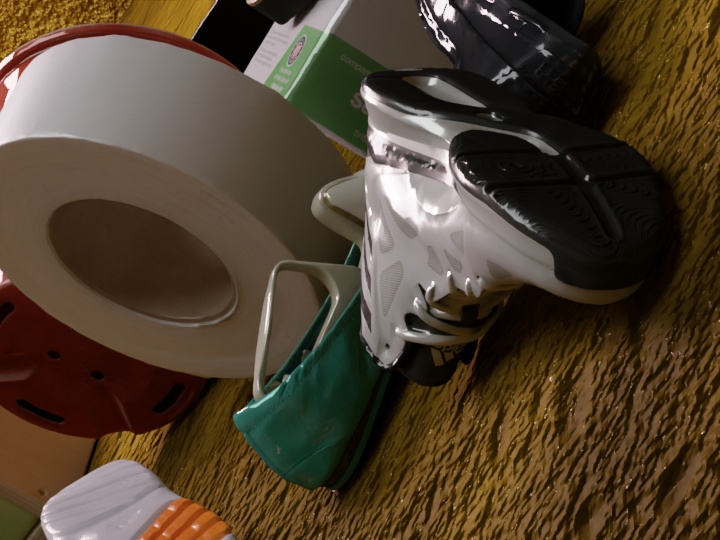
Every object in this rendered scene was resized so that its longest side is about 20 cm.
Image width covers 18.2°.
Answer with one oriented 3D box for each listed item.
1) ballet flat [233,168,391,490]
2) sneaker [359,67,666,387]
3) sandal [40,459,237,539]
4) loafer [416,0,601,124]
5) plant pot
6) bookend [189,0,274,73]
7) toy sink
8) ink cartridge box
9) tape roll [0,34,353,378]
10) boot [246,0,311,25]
[{"bbox_3d":[0.000,0.000,1.017,0.200,0.070,0.067,-64,14,-21],"label":"ballet flat"},{"bbox_3d":[0.055,0.000,0.871,0.200,0.075,0.116,-136,46,-61],"label":"sneaker"},{"bbox_3d":[-0.096,0.146,1.069,0.079,0.059,0.207,-32,21,-9],"label":"sandal"},{"bbox_3d":[0.072,-0.111,1.016,0.070,0.068,0.201,-47,22,17],"label":"loafer"},{"bbox_3d":[-0.157,-0.014,1.403,0.201,0.200,0.196,-48,26,39],"label":"plant pot"},{"bbox_3d":[-0.031,-0.234,1.595,0.199,0.092,0.200,-53,14,27],"label":"bookend"},{"bbox_3d":[-0.296,0.172,1.596,0.200,0.130,0.112,-49,17,33],"label":"toy sink"},{"bbox_3d":[0.029,-0.161,1.227,0.200,0.087,0.145,-60,14,2],"label":"ink cartridge box"},{"bbox_3d":[-0.101,-0.029,1.174,0.202,0.202,0.071,-40,24,55],"label":"tape roll"},{"bbox_3d":[-0.042,-0.230,1.156,0.200,0.138,0.078,-47,19,31],"label":"boot"}]
